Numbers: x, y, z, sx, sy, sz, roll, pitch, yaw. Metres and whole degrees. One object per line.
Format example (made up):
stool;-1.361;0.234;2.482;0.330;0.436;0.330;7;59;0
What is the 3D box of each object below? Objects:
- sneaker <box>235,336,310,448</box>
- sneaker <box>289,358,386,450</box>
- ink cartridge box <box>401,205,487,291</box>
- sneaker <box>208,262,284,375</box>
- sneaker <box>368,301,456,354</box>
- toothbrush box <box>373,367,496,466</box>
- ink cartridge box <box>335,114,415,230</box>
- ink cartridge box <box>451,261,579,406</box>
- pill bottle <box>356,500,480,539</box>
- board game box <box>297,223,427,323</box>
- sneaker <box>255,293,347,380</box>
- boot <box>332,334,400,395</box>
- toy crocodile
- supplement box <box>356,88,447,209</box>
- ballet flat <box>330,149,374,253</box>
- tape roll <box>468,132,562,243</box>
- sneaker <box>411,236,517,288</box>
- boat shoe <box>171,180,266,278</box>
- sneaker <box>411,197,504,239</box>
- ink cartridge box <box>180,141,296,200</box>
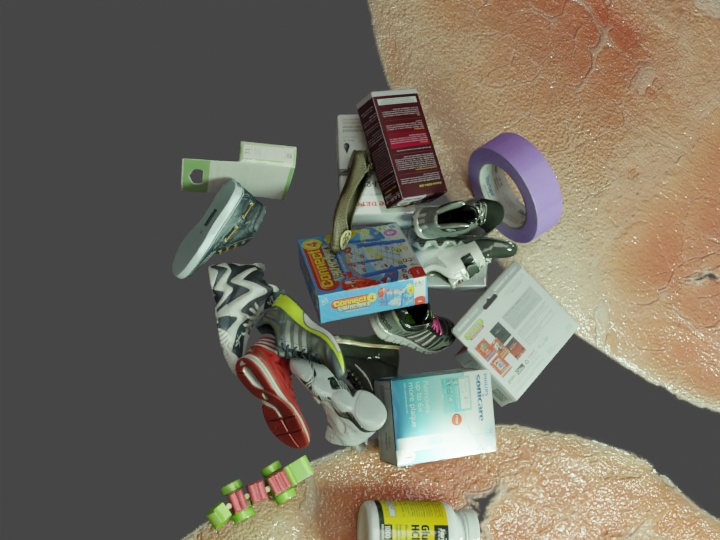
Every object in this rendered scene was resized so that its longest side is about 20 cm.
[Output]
sneaker;-0.128;0.203;1.616;0.202;0.077;0.116;62;37;-20
sneaker;-0.051;0.231;1.605;0.199;0.116;0.075;36;46;14
ink cartridge box;0.146;-0.044;1.775;0.196;0.057;0.166;0;74;9
sneaker;-0.191;0.076;1.636;0.127;0.080;0.202;-11;67;-6
sneaker;0.112;0.093;1.666;0.197;0.087;0.075;15;48;-37
toothbrush box;0.132;0.255;1.630;0.196;0.085;0.150;-3;88;-22
ink cartridge box;0.027;-0.185;1.748;0.141;0.084;0.204;-2;76;-4
ink cartridge box;0.277;0.116;1.728;0.176;0.084;0.200;46;70;2
pill bottle;0.098;0.452;1.579;0.196;0.113;0.115;3;74;-11
board game box;0.000;0.000;1.642;0.192;0.057;0.201;-10;32;-11
sneaker;-0.098;0.128;1.572;0.081;0.074;0.199;-39;57;-20
boot;-0.019;0.188;1.651;0.196;0.077;0.141;-1;80;-12
toy crocodile;-0.170;0.374;1.568;0.197;0.062;0.068;-22;80;-18
supplement box;0.074;-0.221;1.672;0.107;0.061;0.204;-10;80;-34
ballet flat;-0.014;-0.124;1.655;0.045;0.068;0.203;12;69;8
tape roll;0.289;-0.155;1.745;0.065;0.200;0.202;-32;83;-19
sneaker;0.192;-0.011;1.703;0.196;0.074;0.090;-5;73;14
boat shoe;-0.251;-0.056;1.667;0.091;0.071;0.202;36;90;-38
sneaker;0.200;-0.095;1.675;0.197;0.115;0.077;-11;90;-26
ink cartridge box;-0.222;-0.182;1.667;0.196;0.146;0.049;6;70;-10
